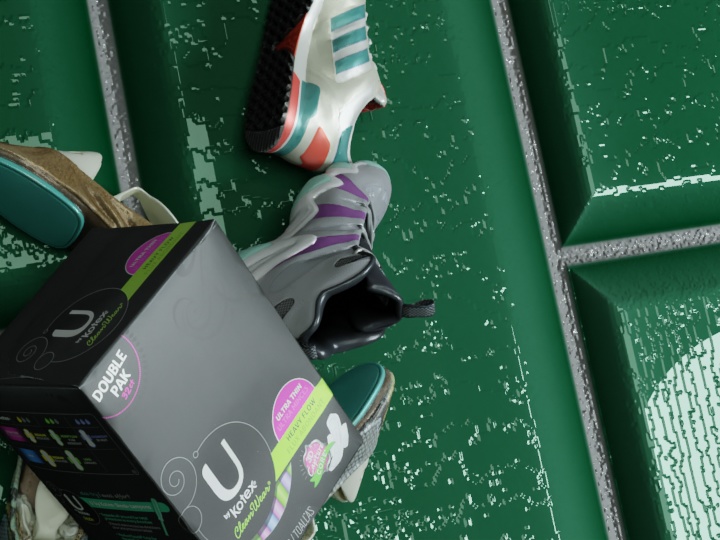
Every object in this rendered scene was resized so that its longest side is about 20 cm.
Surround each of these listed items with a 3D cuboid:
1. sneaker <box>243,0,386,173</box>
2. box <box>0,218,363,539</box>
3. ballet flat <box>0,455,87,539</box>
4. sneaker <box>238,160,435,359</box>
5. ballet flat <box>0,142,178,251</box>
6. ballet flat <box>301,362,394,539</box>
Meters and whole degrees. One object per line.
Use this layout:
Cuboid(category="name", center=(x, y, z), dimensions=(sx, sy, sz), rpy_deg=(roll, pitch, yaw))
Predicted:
Cuboid(category="sneaker", center=(-0.021, -0.166, 1.087), dimensions=(0.093, 0.070, 0.201), rpy_deg=(25, 68, -32))
Cuboid(category="box", center=(-0.120, 0.090, 0.902), dimensions=(0.149, 0.124, 0.200), rpy_deg=(-55, 126, -35))
Cuboid(category="ballet flat", center=(-0.194, 0.107, 0.955), dimensions=(0.074, 0.074, 0.201), rpy_deg=(10, 75, -18))
Cuboid(category="sneaker", center=(0.000, 0.000, 0.996), dimensions=(0.200, 0.139, 0.078), rpy_deg=(-47, 138, -35))
Cuboid(category="ballet flat", center=(-0.182, -0.040, 0.999), dimensions=(0.200, 0.068, 0.072), rpy_deg=(35, 49, -10))
Cuboid(category="ballet flat", center=(-0.040, 0.152, 1.011), dimensions=(0.072, 0.072, 0.200), rpy_deg=(48, 68, -5))
